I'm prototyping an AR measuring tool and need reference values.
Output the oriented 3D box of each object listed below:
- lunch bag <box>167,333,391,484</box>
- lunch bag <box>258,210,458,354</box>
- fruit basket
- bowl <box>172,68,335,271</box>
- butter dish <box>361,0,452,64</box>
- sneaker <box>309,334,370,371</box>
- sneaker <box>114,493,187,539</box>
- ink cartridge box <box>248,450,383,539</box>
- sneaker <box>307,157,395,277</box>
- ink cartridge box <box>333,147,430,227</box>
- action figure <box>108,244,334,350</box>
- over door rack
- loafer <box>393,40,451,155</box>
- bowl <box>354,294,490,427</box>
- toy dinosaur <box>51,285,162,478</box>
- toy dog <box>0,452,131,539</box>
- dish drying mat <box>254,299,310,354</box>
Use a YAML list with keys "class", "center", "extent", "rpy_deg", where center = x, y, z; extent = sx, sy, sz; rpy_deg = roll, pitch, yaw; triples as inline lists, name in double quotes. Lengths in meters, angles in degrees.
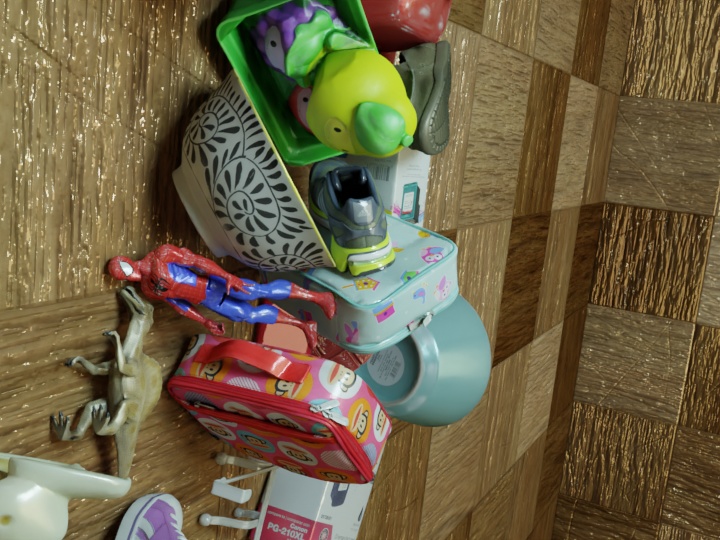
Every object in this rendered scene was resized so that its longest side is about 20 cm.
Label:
- class: "lunch bag"
  center: [-0.080, 0.126, 0.800]
  extent: [0.082, 0.200, 0.176]
  rpy_deg: [-65, 148, -30]
- class: "lunch bag"
  center: [0.000, 0.000, 0.863]
  extent: [0.160, 0.200, 0.077]
  rpy_deg: [-29, 131, -35]
- class: "fruit basket"
  center: [-0.031, -0.173, 0.791]
  extent: [0.216, 0.155, 0.216]
  rpy_deg: [-15, 90, -80]
- class: "bowl"
  center: [-0.108, -0.071, 0.749]
  extent: [0.201, 0.094, 0.201]
  rpy_deg: [63, -1, 2]
- class: "butter dish"
  center: [0.058, -0.341, 0.958]
  extent: [0.200, 0.148, 0.200]
  rpy_deg: [-1, 102, -64]
- class: "sneaker"
  center: [-0.018, 0.066, 1.047]
  extent: [0.200, 0.116, 0.078]
  rpy_deg: [-34, 103, -12]
- class: "sneaker"
  center: [-0.161, 0.262, 0.727]
  extent: [0.200, 0.114, 0.073]
  rpy_deg: [-83, 164, -73]
- class: "ink cartridge box"
  center: [-0.045, 0.260, 1.053]
  extent: [0.145, 0.084, 0.200]
  rpy_deg: [46, 59, -60]
- class: "sneaker"
  center: [-0.011, -0.076, 0.834]
  extent: [0.200, 0.074, 0.081]
  rpy_deg: [-119, -159, -55]
- class: "ink cartridge box"
  center: [0.012, -0.072, 0.994]
  extent: [0.067, 0.116, 0.200]
  rpy_deg: [-6, 106, -49]
- class: "action figure"
  center: [-0.123, 0.022, 0.733]
  extent: [0.052, 0.200, 0.065]
  rpy_deg: [-96, -150, -49]
- class: "over door rack"
  center: [-0.143, 0.273, 0.861]
  extent: [0.200, 0.067, 0.148]
  rpy_deg: [43, 60, -84]
- class: "loafer"
  center: [0.066, -0.193, 0.930]
  extent: [0.200, 0.067, 0.076]
  rpy_deg: [-76, 160, -51]
- class: "bowl"
  center: [0.062, 0.117, 1.100]
  extent: [0.105, 0.201, 0.201]
  rpy_deg: [-1, 100, -55]
- class: "toy dinosaur"
  center: [-0.205, 0.117, 0.706]
  extent: [0.101, 0.058, 0.200]
  rpy_deg: [-10, 108, -64]
- class: "toy dog"
  center: [-0.257, 0.219, 0.531]
  extent: [0.194, 0.139, 0.200]
  rpy_deg: [23, 70, -42]
- class: "dish drying mat"
  center: [-0.089, 0.081, 0.949]
  extent: [0.077, 0.018, 0.200]
  rpy_deg: [10, 92, -40]
